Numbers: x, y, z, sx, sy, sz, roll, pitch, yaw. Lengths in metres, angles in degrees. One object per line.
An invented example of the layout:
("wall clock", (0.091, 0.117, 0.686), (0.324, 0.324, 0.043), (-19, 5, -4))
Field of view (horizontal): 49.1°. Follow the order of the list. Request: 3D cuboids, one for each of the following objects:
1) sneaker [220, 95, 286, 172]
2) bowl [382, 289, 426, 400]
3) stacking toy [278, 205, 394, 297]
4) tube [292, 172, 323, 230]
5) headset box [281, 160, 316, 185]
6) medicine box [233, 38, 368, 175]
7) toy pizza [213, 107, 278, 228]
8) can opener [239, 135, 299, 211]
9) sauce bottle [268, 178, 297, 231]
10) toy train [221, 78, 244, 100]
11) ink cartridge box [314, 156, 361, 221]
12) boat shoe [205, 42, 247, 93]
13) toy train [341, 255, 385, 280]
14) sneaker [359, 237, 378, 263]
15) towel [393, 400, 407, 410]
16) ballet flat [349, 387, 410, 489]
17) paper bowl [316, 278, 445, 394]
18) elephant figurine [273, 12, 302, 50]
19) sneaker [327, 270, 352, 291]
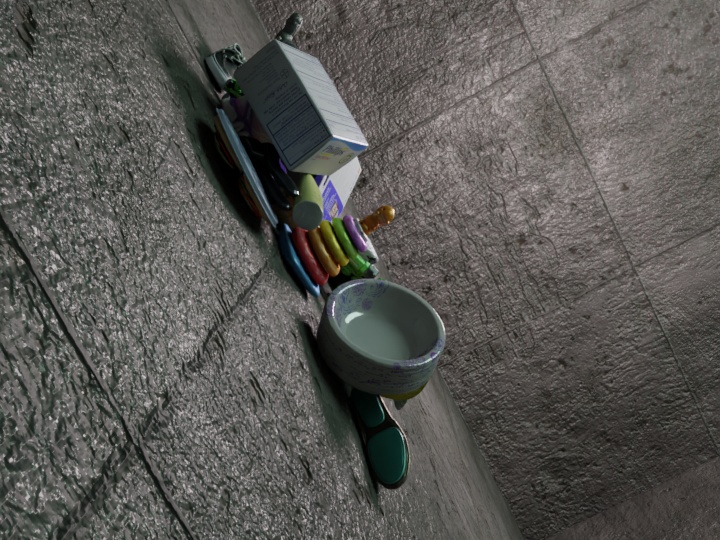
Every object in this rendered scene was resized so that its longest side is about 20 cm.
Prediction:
("sneaker", (-0.177, -0.249, 1.463), (0.201, 0.088, 0.081), (60, 5, -43))
("bowl", (0.030, 0.132, 1.399), (0.107, 0.201, 0.202), (0, 51, -34))
("stacking toy", (-0.029, -0.055, 1.344), (0.110, 0.198, 0.117), (57, 7, -42))
("tube", (-0.087, -0.127, 1.351), (0.200, 0.051, 0.059), (-95, -158, -68))
("headset box", (-0.149, -0.227, 1.672), (0.150, 0.077, 0.200), (64, 4, 8))
("medicine box", (-0.100, -0.279, 1.381), (0.201, 0.102, 0.182), (60, 19, 7))
("toy pizza", (-0.182, -0.152, 1.209), (0.200, 0.031, 0.202), (90, -26, -86))
("can opener", (-0.152, -0.158, 1.328), (0.078, 0.064, 0.201), (6, 34, -34))
("sauce bottle", (-0.108, -0.076, 1.423), (0.201, 0.064, 0.065), (60, 6, -32))
("toy train", (-0.189, -0.293, 1.507), (0.199, 0.057, 0.042), (33, -6, -42))
("ink cartridge box", (-0.066, -0.174, 1.633), (0.043, 0.200, 0.200), (22, -13, 14))
("boat shoe", (-0.254, -0.402, 1.544), (0.074, 0.068, 0.200), (60, 6, -20))
("toy train", (0.000, 0.000, 1.497), (0.200, 0.042, 0.056), (45, -26, -10))
("sneaker", (-0.027, -0.028, 1.666), (0.076, 0.114, 0.200), (63, 2, 8))
("towel", (0.068, 0.188, 1.540), (0.200, 0.023, 0.155), (99, -18, -75))
("ballet flat", (0.038, 0.259, 1.218), (0.201, 0.067, 0.068), (-110, 174, -45))
("paper bowl", (0.028, 0.115, 1.253), (0.202, 0.198, 0.105), (-111, -149, -48))
("elephant figurine", (-0.177, -0.424, 1.680), (0.156, 0.198, 0.142), (60, 6, -30))
("sneaker", (-0.034, -0.008, 1.560), (0.200, 0.076, 0.084), (49, -34, 10))
